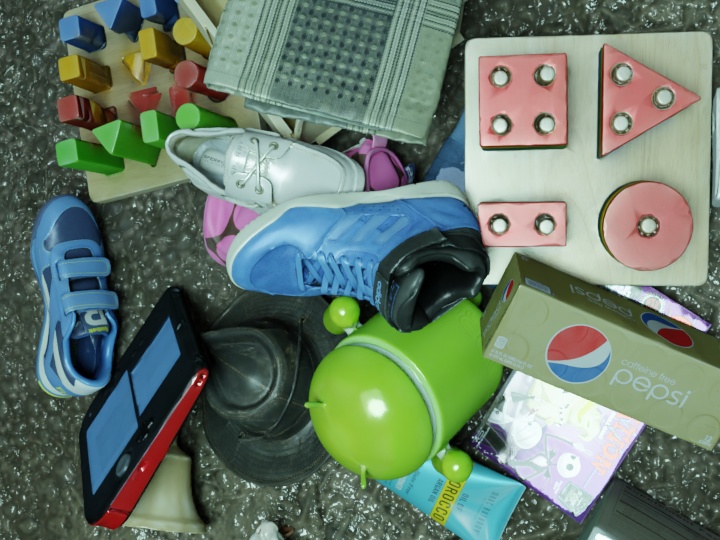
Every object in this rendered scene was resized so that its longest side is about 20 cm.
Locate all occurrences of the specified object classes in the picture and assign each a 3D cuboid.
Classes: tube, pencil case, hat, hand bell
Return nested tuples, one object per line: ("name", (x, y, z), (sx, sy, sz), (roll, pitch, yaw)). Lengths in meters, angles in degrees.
("tube", (0.045, 0.174, 0.904), (0.198, 0.050, 0.078), (28, 116, 14))
("pencil case", (-0.051, -0.059, 0.903), (0.198, 0.091, 0.095), (-9, 98, 31))
("hat", (-0.100, 0.092, 0.903), (0.199, 0.081, 0.203), (-13, 68, 35))
("hand bell", (-0.182, 0.142, 0.971), (0.103, 0.104, 0.203), (4, 78, 19))

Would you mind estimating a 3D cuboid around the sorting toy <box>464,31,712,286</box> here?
("sorting toy", (0.180, -0.088, 0.806), (0.196, 0.070, 0.203), (0, 94, 9))

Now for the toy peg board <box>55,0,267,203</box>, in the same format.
("toy peg board", (-0.208, -0.187, 0.971), (0.198, 0.098, 0.202), (-12, 85, 18))

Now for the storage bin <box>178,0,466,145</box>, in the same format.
("storage bin", (-0.038, -0.242, 0.885), (0.198, 0.094, 0.201), (-36, 79, -6))

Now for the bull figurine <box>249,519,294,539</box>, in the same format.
("bull figurine", (-0.052, 0.325, 0.911), (0.121, 0.065, 0.203), (1, 97, 52))

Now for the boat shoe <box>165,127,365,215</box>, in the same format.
("boat shoe", (-0.088, -0.082, 0.842), (0.198, 0.069, 0.072), (12, 82, 37))

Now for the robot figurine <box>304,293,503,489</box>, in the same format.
("robot figurine", (0.039, 0.089, 0.822), (0.176, 0.200, 0.116), (54, 137, 1))

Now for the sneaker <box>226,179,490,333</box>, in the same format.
("sneaker", (0.000, -0.001, 0.765), (0.197, 0.077, 0.112), (-11, 42, -8))

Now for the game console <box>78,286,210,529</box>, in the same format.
("game console", (-0.202, 0.120, 0.920), (0.031, 0.200, 0.178), (26, 100, -25))

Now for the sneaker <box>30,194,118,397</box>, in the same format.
("sneaker", (-0.273, 0.026, 0.989), (0.082, 0.073, 0.203), (3, 97, 50))

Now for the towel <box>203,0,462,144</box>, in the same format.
("towel", (-0.015, -0.210, 0.820), (0.190, 0.035, 0.202), (15, 77, 3))

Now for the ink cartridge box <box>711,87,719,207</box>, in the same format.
("ink cartridge box", (0.362, -0.084, 0.747), (0.197, 0.145, 0.085), (4, 92, 19))

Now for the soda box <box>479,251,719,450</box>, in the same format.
("soda box", (0.195, 0.063, 0.783), (0.198, 0.064, 0.068), (23, 113, -5))

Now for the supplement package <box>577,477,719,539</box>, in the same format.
("supplement package", (0.208, 0.250, 0.761), (0.117, 0.200, 0.118), (29, 97, 17))

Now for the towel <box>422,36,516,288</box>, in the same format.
("towel", (0.125, -0.093, 0.880), (0.111, 0.048, 0.201), (32, 98, 16))

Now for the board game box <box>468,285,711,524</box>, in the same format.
("board game box", (0.193, 0.097, 0.863), (0.119, 0.032, 0.201), (32, 98, 13))
